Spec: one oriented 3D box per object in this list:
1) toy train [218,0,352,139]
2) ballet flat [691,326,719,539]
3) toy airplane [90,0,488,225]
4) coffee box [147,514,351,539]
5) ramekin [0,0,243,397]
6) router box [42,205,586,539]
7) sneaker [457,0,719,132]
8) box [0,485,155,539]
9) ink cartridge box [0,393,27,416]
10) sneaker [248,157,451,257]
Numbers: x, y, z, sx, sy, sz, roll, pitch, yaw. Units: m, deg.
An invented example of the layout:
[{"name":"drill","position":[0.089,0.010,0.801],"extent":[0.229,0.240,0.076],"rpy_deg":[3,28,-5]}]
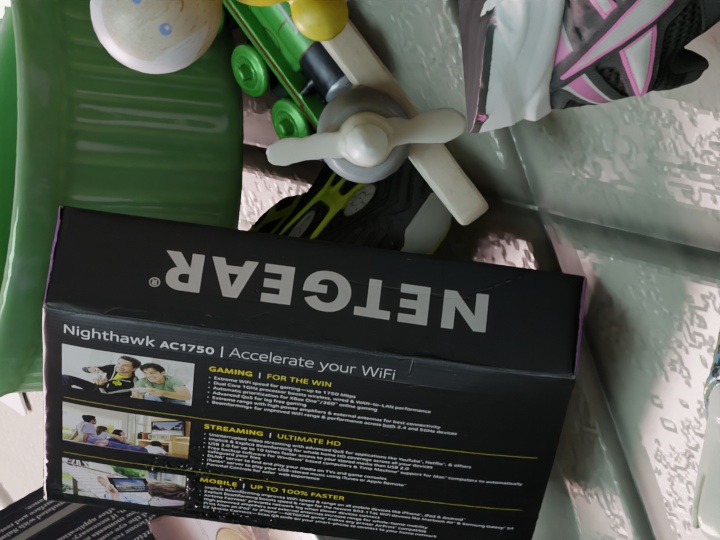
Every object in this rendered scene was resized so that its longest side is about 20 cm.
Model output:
[{"name":"toy train","position":[-0.057,-0.133,1.135],"extent":[0.200,0.042,0.056],"rpy_deg":[53,145,15]},{"name":"ballet flat","position":[0.147,0.092,0.949],"extent":[0.074,0.074,0.200],"rpy_deg":[16,131,58]},{"name":"toy airplane","position":[-0.041,-0.120,0.983],"extent":[0.200,0.141,0.199],"rpy_deg":[35,157,32]},{"name":"coffee box","position":[-0.013,0.133,1.301],"extent":[0.113,0.080,0.200],"rpy_deg":[59,156,0]},{"name":"ramekin","position":[-0.120,-0.042,1.202],"extent":[0.200,0.098,0.200],"rpy_deg":[-177,90,-71]},{"name":"router box","position":[-0.022,0.047,1.098],"extent":[0.149,0.200,0.051],"rpy_deg":[100,178,-57]},{"name":"sneaker","position":[0.078,-0.111,0.835],"extent":[0.200,0.086,0.080],"rpy_deg":[98,167,-69]},{"name":"box","position":[-0.109,0.234,1.564],"extent":[0.200,0.117,0.197],"rpy_deg":[30,142,51]},{"name":"ink cartridge box","position":[-0.281,0.006,1.707],"extent":[0.116,0.067,0.200],"rpy_deg":[25,139,52]},{"name":"sneaker","position":[0.000,0.000,1.157],"extent":[0.076,0.075,0.200],"rpy_deg":[40,160,-9]}]
